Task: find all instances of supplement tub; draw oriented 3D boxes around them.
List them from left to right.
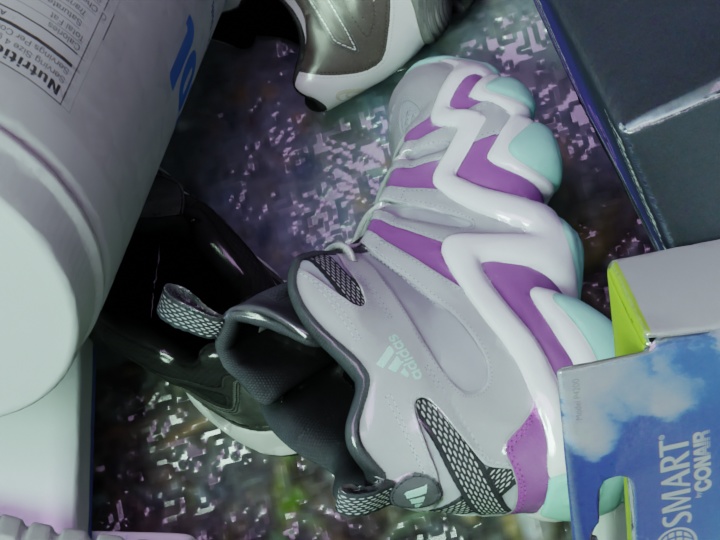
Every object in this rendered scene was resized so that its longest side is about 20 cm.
[{"bbox_3d":[-0.121,-0.065,0.763,0.132,0.132,0.200,3,47,15],"label":"supplement tub"}]

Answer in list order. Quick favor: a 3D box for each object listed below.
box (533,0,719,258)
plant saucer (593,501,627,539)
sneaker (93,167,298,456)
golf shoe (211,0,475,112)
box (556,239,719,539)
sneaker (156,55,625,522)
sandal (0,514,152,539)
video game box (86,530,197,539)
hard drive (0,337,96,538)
[{"bbox_3d":[0.120,-0.070,0.741,0.104,0.148,0.200,-25,39,5],"label":"box"},{"bbox_3d":[0.174,0.087,0.763,0.200,0.050,0.200,-5,71,13],"label":"plant saucer"},{"bbox_3d":[-0.088,-0.014,0.842,0.200,0.091,0.066,37,83,22],"label":"sneaker"},{"bbox_3d":[-0.051,-0.140,0.883,0.094,0.078,0.200,-48,65,-1],"label":"golf shoe"},{"bbox_3d":[0.152,0.042,0.671,0.200,0.122,0.048,-11,35,-4],"label":"box"},{"bbox_3d":[0.000,0.000,0.776,0.140,0.078,0.200,-3,41,-16],"label":"sneaker"},{"bbox_3d":[-0.115,0.114,0.749,0.202,0.082,0.050,7,113,18],"label":"sandal"},{"bbox_3d":[-0.154,0.180,0.818,0.200,0.047,0.182,-1,69,14],"label":"video game box"},{"bbox_3d":[-0.156,0.122,0.801,0.132,0.025,0.200,-6,68,12],"label":"hard drive"}]
